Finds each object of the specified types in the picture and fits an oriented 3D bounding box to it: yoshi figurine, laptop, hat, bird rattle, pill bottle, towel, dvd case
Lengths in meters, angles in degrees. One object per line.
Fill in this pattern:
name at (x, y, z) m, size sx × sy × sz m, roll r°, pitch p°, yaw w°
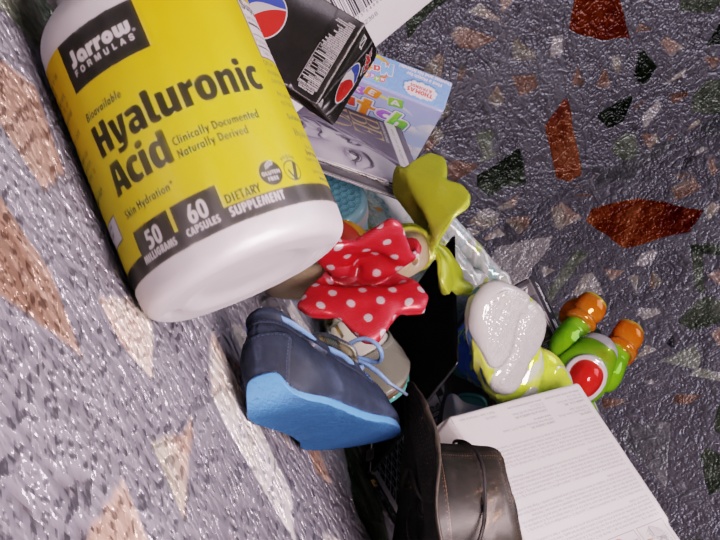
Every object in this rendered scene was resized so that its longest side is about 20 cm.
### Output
yoshi figurine at (0.190, 0.128, 1.169) m, size 0.201 × 0.111 × 0.113 m, roll -57°, pitch 134°, yaw -32°
laptop at (0.069, 0.116, 1.071) m, size 0.188 × 0.114 × 0.202 m, roll -84°, pitch 150°, yaw -57°
hat at (0.069, 0.176, 0.828) m, size 0.201 × 0.079 × 0.205 m, roll 179°, pitch -90°, yaw -83°
bird rattle at (0.000, 0.000, 0.917) m, size 0.200 × 0.161 × 0.114 m, roll -39°, pitch 116°, yaw -51°
pill bottle at (-0.095, -0.086, 0.620) m, size 0.203 × 0.110 × 0.111 m, roll 65°, pitch 6°, yaw 9°
towel at (0.034, -0.017, 1.180) m, size 0.200 × 0.048 × 0.171 m, roll 46°, pitch -31°, yaw -2°
dvd case at (-0.044, -0.120, 1.037) m, size 0.197 × 0.016 × 0.149 m, roll 19°, pitch 24°, yaw -17°

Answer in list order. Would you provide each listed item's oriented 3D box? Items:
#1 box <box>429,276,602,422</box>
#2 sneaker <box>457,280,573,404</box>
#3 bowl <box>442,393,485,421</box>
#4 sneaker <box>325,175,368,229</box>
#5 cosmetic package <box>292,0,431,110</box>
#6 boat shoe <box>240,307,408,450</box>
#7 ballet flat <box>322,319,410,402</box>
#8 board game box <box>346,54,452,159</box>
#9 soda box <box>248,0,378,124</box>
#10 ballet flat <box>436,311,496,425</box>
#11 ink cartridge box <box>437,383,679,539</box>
box at (0.125, 0.122, 1.264) m, size 0.163 × 0.198 × 0.049 m, roll 65°, pitch 17°, yaw 10°
sneaker at (0.104, 0.063, 1.018) m, size 0.104 × 0.076 × 0.201 m, roll 26°, pitch -21°, yaw 37°
bowl at (0.117, 0.204, 1.033) m, size 0.201 × 0.089 × 0.205 m, roll 180°, pitch -90°, yaw -88°
sneaker at (-0.052, -0.061, 1.118) m, size 0.132 × 0.078 × 0.201 m, roll 80°, pitch -17°, yaw -48°
cosmetic package at (-0.058, -0.274, 1.034) m, size 0.200 × 0.199 × 0.123 m, roll 46°, pitch -7°, yaw 41°
boat shoe at (-0.018, 0.069, 0.787) m, size 0.200 × 0.083 × 0.070 m, roll 56°, pitch 21°, yaw -69°
ballet flat at (-0.005, 0.060, 1.049) m, size 0.064 × 0.067 × 0.200 m, roll 62°, pitch 0°, yaw -13°
board game box at (-0.010, -0.148, 1.174) m, size 0.200 × 0.149 × 0.037 m, roll 120°, pitch -10°, yaw -68°
soda box at (-0.087, -0.183, 0.848) m, size 0.199 × 0.064 × 0.071 m, roll 34°, pitch 1°, yaw 11°
ballet flat at (0.108, 0.095, 1.148) m, size 0.073 × 0.072 × 0.203 m, roll -105°, pitch -157°, yaw -60°
ink cartridge box at (0.156, 0.187, 0.919) m, size 0.159 × 0.050 × 0.202 m, roll -7°, pitch 57°, yaw -42°
